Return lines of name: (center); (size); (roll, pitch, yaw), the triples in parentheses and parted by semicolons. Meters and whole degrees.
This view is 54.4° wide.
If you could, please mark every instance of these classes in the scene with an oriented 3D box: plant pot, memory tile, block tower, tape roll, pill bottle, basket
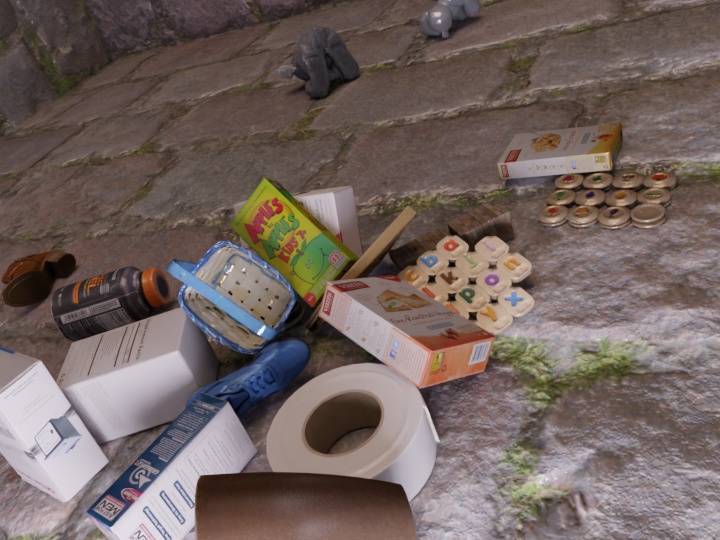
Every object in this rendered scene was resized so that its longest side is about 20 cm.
plant pot: (-0.047, 0.278, 0.696); (0.199, 0.187, 0.187); (-10, 31, -8)
memory tile: (0.400, -0.118, 1.142); (0.200, 0.017, 0.153); (4, 41, 34)
block tower: (0.149, -0.042, 1.142); (0.200, 0.058, 0.054); (-25, 32, -8)
tape roll: (-0.010, 0.207, 0.855); (0.202, 0.071, 0.203); (-16, 32, 10)
pill bottle: (-0.461, 0.056, 1.310); (0.200, 0.106, 0.106); (-17, 32, 7)
basket: (-0.181, 0.043, 1.039); (0.139, 0.176, 0.200); (-54, -7, -2)

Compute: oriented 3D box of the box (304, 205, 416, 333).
box: (0.000, 0.000, 1.095); (0.200, 0.021, 0.164); (-47, -5, -31)

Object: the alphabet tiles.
alphabet tiles: (0.151, 0.030, 1.033); (0.200, 0.015, 0.196); (-37, 48, -10)

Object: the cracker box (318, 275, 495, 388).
cracker box: (0.059, 0.073, 0.934); (0.134, 0.058, 0.200); (-6, 27, -44)

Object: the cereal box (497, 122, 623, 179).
cereal box: (0.364, -0.218, 1.278); (0.200, 0.040, 0.144); (-1, 31, 29)

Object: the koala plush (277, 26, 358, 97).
koala plush: (-0.141, -0.619, 2.075); (0.177, 0.184, 0.200); (-36, 23, -22)

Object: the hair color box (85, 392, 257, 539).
hair color box: (-0.229, 0.261, 0.875); (0.060, 0.100, 0.200); (8, 42, 39)

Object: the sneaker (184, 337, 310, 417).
sneaker: (-0.155, 0.167, 0.987); (0.200, 0.066, 0.078); (-30, 14, -4)

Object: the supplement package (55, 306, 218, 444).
supplement package: (-0.334, 0.159, 1.068); (0.200, 0.121, 0.120); (-18, 32, 5)

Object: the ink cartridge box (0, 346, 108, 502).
ink cartridge box: (-0.471, 0.215, 0.992); (0.146, 0.200, 0.086); (7, 41, 37)

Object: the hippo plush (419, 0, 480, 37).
hippo plush: (0.268, -0.769, 2.102); (0.161, 0.159, 0.200); (-63, 26, -7)

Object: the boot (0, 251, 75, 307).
boot: (-0.757, 0.016, 1.566); (0.155, 0.077, 0.200); (-1, 35, 27)

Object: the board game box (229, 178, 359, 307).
board game box: (-0.108, -0.045, 1.134); (0.102, 0.200, 0.048); (-51, -15, 14)

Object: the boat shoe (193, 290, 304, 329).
boat shoe: (-0.189, 0.064, 1.174); (0.200, 0.068, 0.072); (1, 39, 25)

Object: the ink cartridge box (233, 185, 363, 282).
ink cartridge box: (-0.107, -0.061, 1.220); (0.200, 0.145, 0.084); (-4, 12, 25)
